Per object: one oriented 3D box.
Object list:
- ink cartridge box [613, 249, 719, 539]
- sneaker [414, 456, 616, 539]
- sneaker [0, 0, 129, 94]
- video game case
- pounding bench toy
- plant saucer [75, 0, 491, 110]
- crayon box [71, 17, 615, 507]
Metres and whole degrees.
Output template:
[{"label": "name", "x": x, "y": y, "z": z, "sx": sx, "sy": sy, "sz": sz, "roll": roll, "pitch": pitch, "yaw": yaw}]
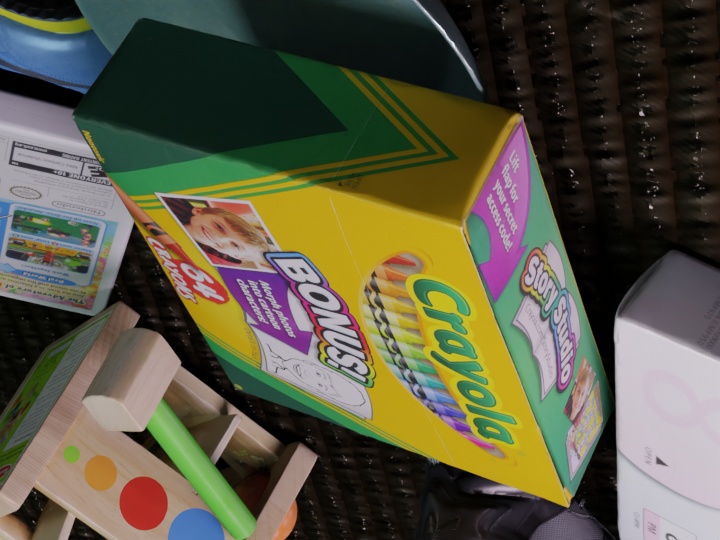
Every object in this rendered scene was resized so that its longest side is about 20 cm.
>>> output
[{"label": "ink cartridge box", "x": 0.193, "y": 0.092, "z": 0.804, "sx": 0.199, "sy": 0.057, "sz": 0.163, "roll": 30, "pitch": 150, "yaw": 28}, {"label": "sneaker", "x": 0.099, "y": 0.125, "z": 0.936, "sx": 0.199, "sy": 0.115, "sz": 0.075, "roll": 18, "pitch": 148, "yaw": -39}, {"label": "sneaker", "x": -0.178, "y": -0.129, "z": 0.916, "sx": 0.199, "sy": 0.066, "sz": 0.079, "roll": 27, "pitch": 152, "yaw": 23}, {"label": "video game case", "x": -0.211, "y": -0.043, "z": 1.028, "sx": 0.198, "sy": 0.024, "sz": 0.182, "roll": 13, "pitch": 152, "yaw": -9}, {"label": "pounding bench toy", "x": -0.105, "y": 0.115, "z": 1.089, "sx": 0.156, "sy": 0.125, "sz": 0.200, "roll": 38, "pitch": 152, "yaw": -14}, {"label": "plant saucer", "x": -0.025, "y": -0.095, "z": 0.795, "sx": 0.200, "sy": 0.039, "sz": 0.201, "roll": 28, "pitch": 156, "yaw": 13}, {"label": "crayon box", "x": 0.000, "y": 0.000, "z": 0.823, "sx": 0.171, "sy": 0.059, "sz": 0.200, "roll": 18, "pitch": 153, "yaw": 29}]
